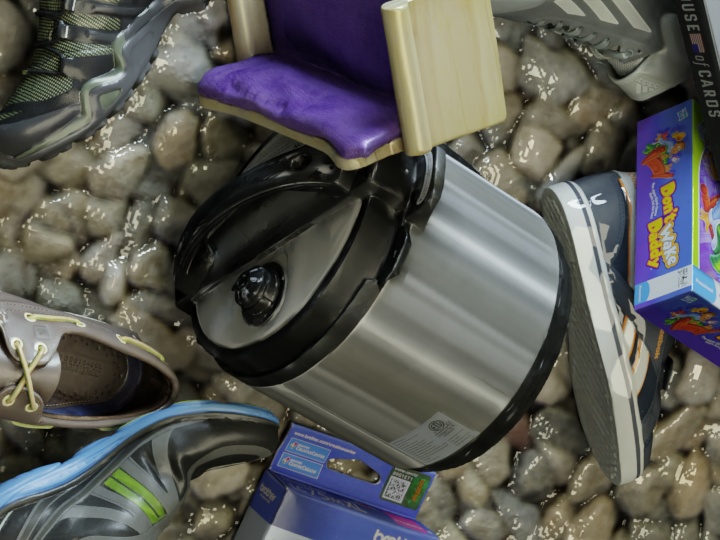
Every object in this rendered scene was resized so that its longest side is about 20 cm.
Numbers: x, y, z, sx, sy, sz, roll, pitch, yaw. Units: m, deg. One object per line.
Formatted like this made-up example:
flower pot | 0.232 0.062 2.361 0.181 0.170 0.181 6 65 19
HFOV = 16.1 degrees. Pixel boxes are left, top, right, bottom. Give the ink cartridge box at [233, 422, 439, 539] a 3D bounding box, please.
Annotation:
ink cartridge box | -0.031 0.204 1.571 0.119 0.042 0.201 22 94 -29

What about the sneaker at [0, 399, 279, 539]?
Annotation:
sneaker | -0.132 0.134 1.427 0.199 0.071 0.083 -26 76 -17

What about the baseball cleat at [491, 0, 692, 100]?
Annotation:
baseball cleat | 0.142 -0.149 1.527 0.199 0.070 0.107 -10 109 -22

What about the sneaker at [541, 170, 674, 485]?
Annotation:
sneaker | 0.171 0.034 1.591 0.079 0.078 0.201 -16 110 -14

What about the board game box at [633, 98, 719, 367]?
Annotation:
board game box | 0.247 0.000 1.578 0.200 0.045 0.135 31 51 -38

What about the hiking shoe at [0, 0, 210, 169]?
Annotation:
hiking shoe | -0.154 -0.147 1.394 0.101 0.076 0.200 45 75 -20

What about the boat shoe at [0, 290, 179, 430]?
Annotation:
boat shoe | -0.183 0.052 1.400 0.199 0.059 0.072 13 94 -51

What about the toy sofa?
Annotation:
toy sofa | -0.015 -0.124 1.386 0.097 0.200 0.083 -19 113 -25

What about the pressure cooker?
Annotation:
pressure cooker | 0.000 0.002 1.444 0.199 0.179 0.177 30 95 -30

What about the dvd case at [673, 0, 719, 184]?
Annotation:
dvd case | 0.230 -0.165 1.527 0.150 0.025 0.201 -52 132 -46
